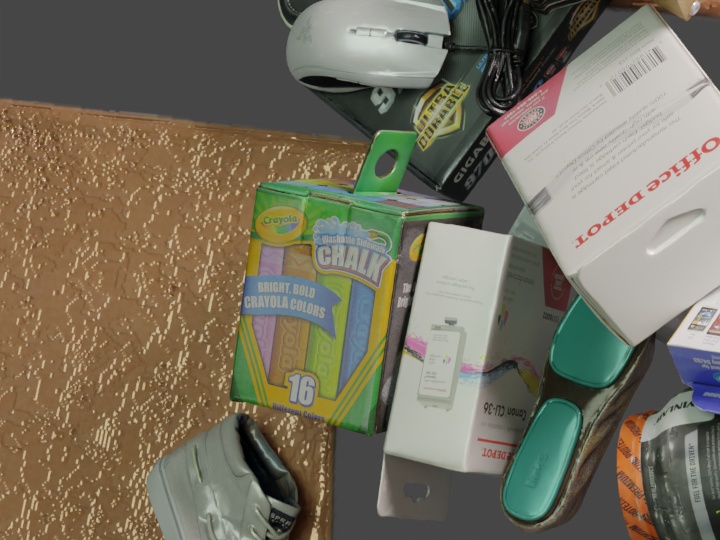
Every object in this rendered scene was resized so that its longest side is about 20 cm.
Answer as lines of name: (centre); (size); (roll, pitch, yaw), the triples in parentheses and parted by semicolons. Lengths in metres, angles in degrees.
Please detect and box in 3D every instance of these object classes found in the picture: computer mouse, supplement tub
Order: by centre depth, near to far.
supplement tub: (0.271, 0.125, 1.397); (0.199, 0.122, 0.123); (-10, 74, 24)
computer mouse: (0.026, -0.162, 1.581); (0.199, 0.044, 0.110); (2, 80, 28)

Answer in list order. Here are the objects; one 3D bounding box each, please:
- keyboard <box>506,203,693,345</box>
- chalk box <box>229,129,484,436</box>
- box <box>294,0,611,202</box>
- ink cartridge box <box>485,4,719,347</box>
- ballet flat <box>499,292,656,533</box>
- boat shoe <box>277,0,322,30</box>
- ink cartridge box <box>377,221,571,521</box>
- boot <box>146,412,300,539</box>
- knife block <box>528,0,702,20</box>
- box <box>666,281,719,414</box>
keyboard: (0.189, 0.004, 1.533); (0.200, 0.011, 0.056); (34, 90, 29)
chalk box: (0.000, 0.000, 1.540); (0.123, 0.124, 0.201); (12, 98, 29)
box: (0.070, -0.175, 1.613); (0.159, 0.046, 0.200); (41, 98, 28)
ink cartridge box: (0.183, -0.064, 1.453); (0.146, 0.083, 0.200); (-37, 34, 10)
ballet flat: (0.153, 0.085, 1.498); (0.068, 0.067, 0.201); (28, 91, 32)
boat shoe: (-0.033, -0.277, 1.682); (0.074, 0.062, 0.201); (6, 83, 26)
ink cartridge box: (0.079, 0.077, 1.507); (0.067, 0.116, 0.201); (10, 88, 30)
boot: (-0.081, 0.200, 1.588); (0.095, 0.073, 0.201); (-37, 63, 23)
knife block: (0.171, -0.255, 1.475); (0.175, 0.064, 0.200); (35, 90, 21)
box: (0.281, 0.015, 1.391); (0.119, 0.042, 0.200); (7, 44, 41)
